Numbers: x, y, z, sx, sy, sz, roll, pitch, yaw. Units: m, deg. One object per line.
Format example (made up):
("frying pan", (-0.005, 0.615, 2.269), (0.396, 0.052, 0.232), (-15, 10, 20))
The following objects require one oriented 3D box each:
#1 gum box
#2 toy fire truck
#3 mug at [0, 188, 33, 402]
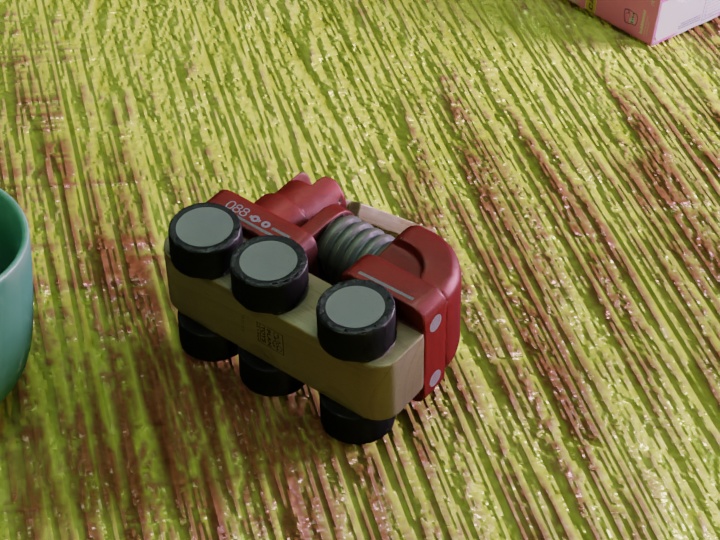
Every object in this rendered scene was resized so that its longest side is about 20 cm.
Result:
("gum box", (0.278, -0.274, 1.589), (0.200, 0.066, 0.113), (-26, 47, -36))
("toy fire truck", (0.000, 0.000, 1.144), (0.176, 0.129, 0.200), (27, 50, 27))
("mug", (-0.282, 0.026, 1.054), (0.184, 0.115, 0.152), (0, 36, -6))
